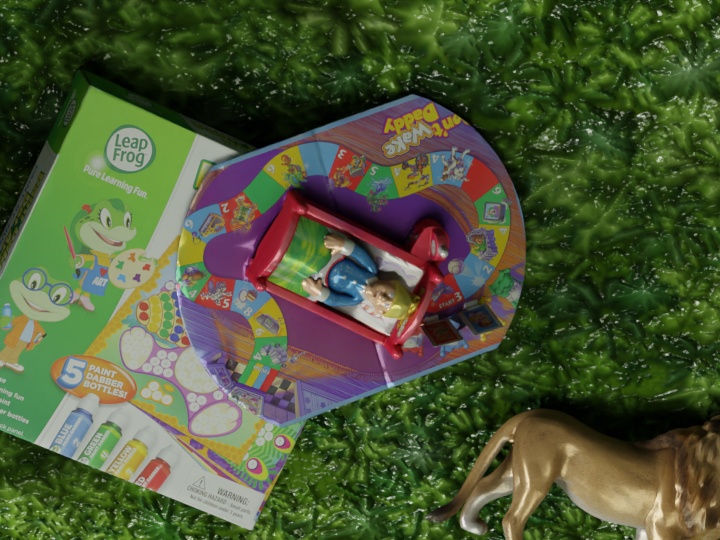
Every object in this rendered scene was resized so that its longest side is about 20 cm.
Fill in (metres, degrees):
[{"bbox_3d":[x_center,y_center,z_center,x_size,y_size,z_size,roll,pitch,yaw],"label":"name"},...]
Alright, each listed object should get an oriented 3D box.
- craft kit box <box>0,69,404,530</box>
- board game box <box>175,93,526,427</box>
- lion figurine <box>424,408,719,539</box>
[{"bbox_3d":[-0.106,0.019,1.450,0.199,0.049,0.199,23,98,-20],"label":"craft kit box"},{"bbox_3d":[0.000,0.000,1.426,0.199,0.039,0.159,-20,111,-8],"label":"board game box"},{"bbox_3d":[0.148,0.125,1.582,0.199,0.072,0.123,15,99,-4],"label":"lion figurine"}]
